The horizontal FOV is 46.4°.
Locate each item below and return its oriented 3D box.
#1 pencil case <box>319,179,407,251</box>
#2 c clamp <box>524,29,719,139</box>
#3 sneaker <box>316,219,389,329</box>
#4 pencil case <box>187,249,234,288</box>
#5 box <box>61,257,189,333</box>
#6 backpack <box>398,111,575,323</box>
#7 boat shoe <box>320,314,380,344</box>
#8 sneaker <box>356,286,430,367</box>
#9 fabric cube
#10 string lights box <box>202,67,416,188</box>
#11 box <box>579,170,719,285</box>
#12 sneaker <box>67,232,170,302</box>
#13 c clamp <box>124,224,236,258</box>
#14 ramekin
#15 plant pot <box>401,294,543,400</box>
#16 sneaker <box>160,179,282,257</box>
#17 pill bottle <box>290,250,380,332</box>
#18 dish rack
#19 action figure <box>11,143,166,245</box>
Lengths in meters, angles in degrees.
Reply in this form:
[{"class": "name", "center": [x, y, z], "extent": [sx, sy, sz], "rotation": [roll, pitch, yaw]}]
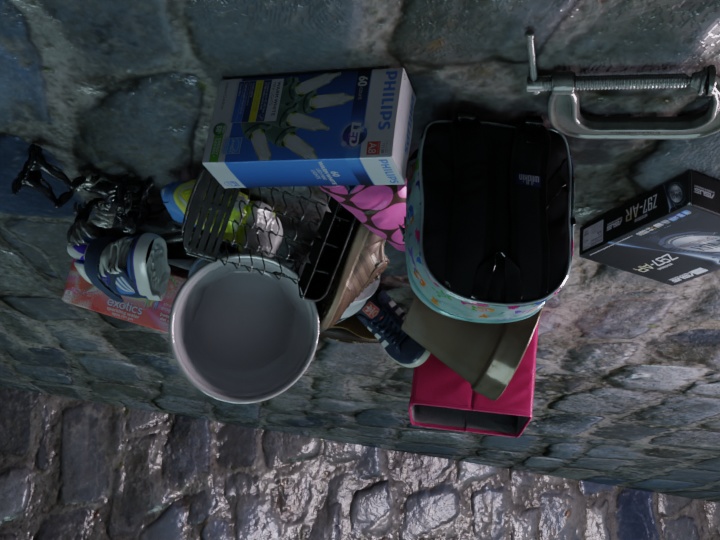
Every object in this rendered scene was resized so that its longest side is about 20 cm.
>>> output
[{"class": "pencil case", "center": [0.028, -0.092, 0.990], "extent": [0.094, 0.091, 0.200], "rotation": [-21, 151, 23]}, {"class": "c clamp", "center": [0.253, -0.163, 0.792], "extent": [0.199, 0.027, 0.171], "rotation": [4, 159, 11]}, {"class": "sneaker", "center": [0.000, 0.000, 1.131], "extent": [0.075, 0.070, 0.200], "rotation": [12, 118, -25]}, {"class": "pencil case", "center": [-0.195, 0.023, 1.307], "extent": [0.083, 0.091, 0.200], "rotation": [0, 172, 13]}, {"class": "box", "center": [-0.361, 0.029, 1.356], "extent": [0.200, 0.095, 0.103], "rotation": [17, -175, -2]}, {"class": "backpack", "center": [0.131, -0.044, 0.887], "extent": [0.177, 0.200, 0.151], "rotation": [4, 158, -7]}, {"class": "boat shoe", "center": [-0.012, 0.097, 1.532], "extent": [0.200, 0.071, 0.070], "rotation": [9, 155, 21]}, {"class": "sneaker", "center": [0.038, 0.082, 1.355], "extent": [0.084, 0.075, 0.200], "rotation": [40, -178, -40]}, {"class": "fabric cube", "center": [0.192, 0.163, 1.446], "extent": [0.199, 0.200, 0.196], "rotation": [5, 161, 6]}, {"class": "string lights box", "center": [-0.050, -0.142, 0.851], "extent": [0.200, 0.103, 0.059], "rotation": [0, 158, 18]}, {"class": "box", "center": [0.394, -0.045, 1.033], "extent": [0.160, 0.044, 0.200], "rotation": [16, 158, -20]}, {"class": "sneaker", "center": [-0.354, -0.014, 1.194], "extent": [0.146, 0.081, 0.200], "rotation": [15, 163, -3]}, {"class": "c clamp", "center": [-0.283, -0.045, 1.278], "extent": [0.200, 0.027, 0.171], "rotation": [-7, 167, 37]}, {"class": "ramekin", "center": [-0.161, 0.076, 1.155], "extent": [0.200, 0.201, 0.105], "rotation": [11, 179, -10]}, {"class": "plant pot", "center": [0.162, 0.068, 1.257], "extent": [0.173, 0.200, 0.200], "rotation": [24, 160, 3]}, {"class": "sneaker", "center": [-0.192, -0.078, 1.150], "extent": [0.105, 0.076, 0.200], "rotation": [17, 168, 34]}, {"class": "pill bottle", "center": [-0.054, 0.026, 1.285], "extent": [0.116, 0.116, 0.200], "rotation": [15, 158, -20]}, {"class": "dish rack", "center": [-0.116, -0.058, 1.051], "extent": [0.200, 0.154, 0.055], "rotation": [16, -165, -22]}, {"class": "action figure", "center": [-0.356, -0.087, 1.118], "extent": [0.200, 0.102, 0.119], "rotation": [22, 144, -30]}]
